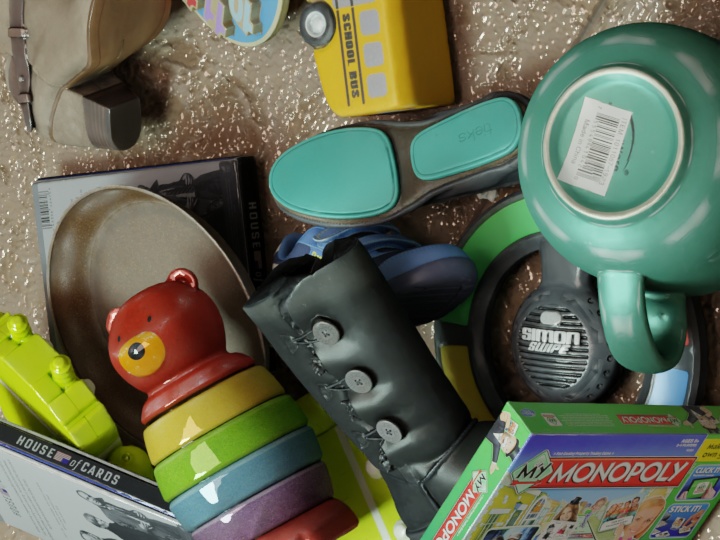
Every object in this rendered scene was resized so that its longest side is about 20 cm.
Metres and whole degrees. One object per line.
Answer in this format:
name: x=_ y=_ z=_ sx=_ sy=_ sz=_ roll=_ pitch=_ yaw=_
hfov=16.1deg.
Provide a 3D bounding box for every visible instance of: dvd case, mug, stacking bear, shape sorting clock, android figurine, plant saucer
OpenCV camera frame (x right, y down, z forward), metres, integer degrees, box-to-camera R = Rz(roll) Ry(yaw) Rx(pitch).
dvd case: x=-0.182 y=0.168 z=1.765 sx=0.199 sy=0.150 sz=0.025 roll=21 pitch=64 yaw=20
dvd case: x=-0.148 y=0.002 z=1.799 sx=0.200 sy=0.025 sz=0.151 roll=-4 pitch=93 yaw=40
mug: x=0.173 y=-0.052 z=1.463 sx=0.152 sy=0.114 sz=0.186 roll=-32 pitch=70 yaw=23
stacking bear: x=-0.094 y=0.100 z=1.632 sx=0.121 sy=0.114 sz=0.200 roll=-31 pitch=85 yaw=29
shape sorting clock: x=-0.104 y=-0.243 z=1.692 sx=0.200 sy=0.039 sz=0.200 roll=49 pitch=155 yaw=33
android figurine: x=-0.001 y=0.167 z=1.691 sx=0.200 sy=0.041 sz=0.183 roll=-32 pitch=75 yaw=38
android figurine: x=-0.211 y=0.100 z=1.789 sx=0.182 sy=0.041 sz=0.200 roll=41 pitch=159 yaw=27
plant saucer: x=-0.132 y=0.033 z=1.728 sx=0.200 sy=0.032 sz=0.201 roll=18 pitch=121 yaw=33

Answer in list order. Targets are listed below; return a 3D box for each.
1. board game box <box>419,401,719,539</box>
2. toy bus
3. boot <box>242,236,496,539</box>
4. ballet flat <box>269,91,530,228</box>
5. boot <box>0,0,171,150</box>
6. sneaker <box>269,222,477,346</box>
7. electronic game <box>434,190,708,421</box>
board game box: x=0.130 y=0.136 z=1.486 sx=0.029 sy=0.200 sz=0.135 roll=53 pitch=125 yaw=36
toy bus: x=0.005 y=-0.200 z=1.635 sx=0.078 sy=0.065 sz=0.201 roll=-6 pitch=91 yaw=39
boot: x=0.044 y=0.062 z=1.544 sx=0.165 sy=0.066 sz=0.200 roll=-27 pitch=100 yaw=31
ballet flat: x=0.038 y=-0.065 z=1.619 sx=0.199 sy=0.073 sz=0.073 roll=-13 pitch=87 yaw=31
boot: x=-0.204 y=-0.179 z=1.792 sx=0.146 sy=0.070 sz=0.201 roll=32 pitch=123 yaw=41
sneaker: x=0.000 y=0.000 z=1.640 sx=0.200 sy=0.074 sz=0.083 roll=-16 pitch=74 yaw=54
electronic game: x=0.127 y=0.046 z=1.580 sx=0.200 sy=0.042 sz=0.201 roll=5 pitch=98 yaw=39
